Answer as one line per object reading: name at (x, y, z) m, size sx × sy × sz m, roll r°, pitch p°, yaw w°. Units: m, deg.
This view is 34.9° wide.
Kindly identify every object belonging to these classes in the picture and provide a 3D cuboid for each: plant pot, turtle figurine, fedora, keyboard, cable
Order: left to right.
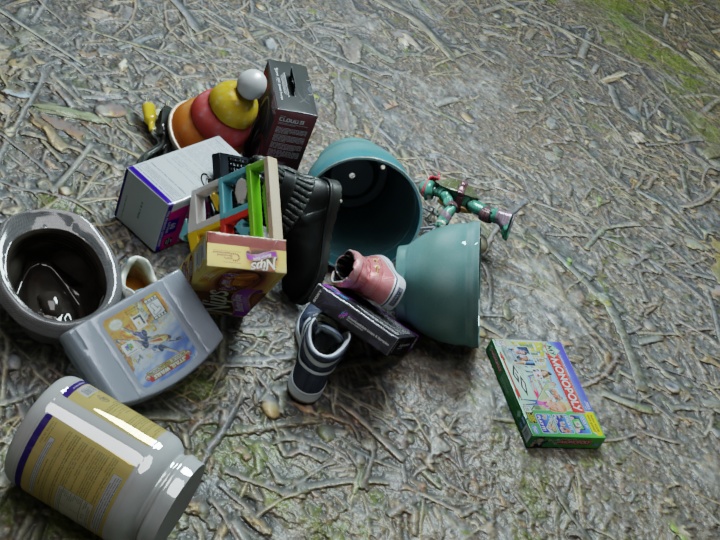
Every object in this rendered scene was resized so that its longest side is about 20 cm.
fedora at (-0.424, 0.022, 1.573) m, size 0.176 × 0.090 × 0.200 m, roll -13°, pitch 63°, yaw -35°
cable at (-0.337, -0.216, 1.955) m, size 0.097 × 0.050 × 0.201 m, roll 25°, pitch 47°, yaw -27°
keyboard at (-0.192, -0.084, 1.764) m, size 0.104 × 0.040 × 0.201 m, roll 3°, pitch 77°, yaw -46°
plant pot at (-0.006, -0.128, 1.904) m, size 0.199 × 0.201 × 0.188 m, roll 15°, pitch 24°, yaw -12°
plant pot at (0.123, 0.021, 1.809) m, size 0.134 × 0.201 × 0.201 m, roll 0°, pitch 39°, yaw 7°
turtle figurine at (0.167, -0.108, 1.991) m, size 0.199 × 0.101 × 0.150 m, roll 18°, pitch 20°, yaw 11°

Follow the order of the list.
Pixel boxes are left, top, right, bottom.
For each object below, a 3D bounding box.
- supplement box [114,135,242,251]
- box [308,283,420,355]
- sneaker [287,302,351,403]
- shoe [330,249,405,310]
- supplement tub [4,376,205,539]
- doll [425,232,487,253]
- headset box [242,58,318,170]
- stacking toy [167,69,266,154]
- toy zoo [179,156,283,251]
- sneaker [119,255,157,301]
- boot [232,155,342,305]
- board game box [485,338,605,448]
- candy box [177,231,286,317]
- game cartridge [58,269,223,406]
supplement box at (-0.275, -0.125, 1.816) m, size 0.103 × 0.101 × 0.200 m, roll 40°, pitch 41°, yaw 18°
box at (0.008, 0.073, 1.710) m, size 0.143 × 0.036 × 0.200 m, roll 34°, pitch 3°, yaw 12°
sneaker at (-0.054, 0.090, 1.679) m, size 0.070 × 0.109 × 0.200 m, roll 19°, pitch 39°, yaw -8°
shoe at (0.000, 0.000, 1.754) m, size 0.091 × 0.072 × 0.200 m, roll 29°, pitch 4°, yaw -18°
supplement tub at (-0.300, 0.232, 1.355) m, size 0.200 × 0.146 × 0.145 m, roll 30°, pitch 38°, yaw 6°
doll at (0.151, -0.029, 1.975) m, size 0.200 × 0.049 × 0.136 m, roll -13°, pitch 42°, yaw -46°
headset box at (-0.138, -0.251, 1.954) m, size 0.075 × 0.200 × 0.149 m, roll 8°, pitch 42°, yaw -20°
stacking toy at (-0.217, -0.266, 1.911) m, size 0.146 × 0.200 × 0.147 m, roll 22°, pitch 51°, yaw -31°
toy zoo at (-0.194, -0.075, 1.675) m, size 0.020 × 0.200 × 0.132 m, roll 13°, pitch 64°, yaw -47°
sneaker at (-0.307, 0.072, 1.587) m, size 0.076 × 0.081 × 0.200 m, roll -1°, pitch 51°, yaw -30°
boot at (-0.126, -0.060, 1.740) m, size 0.157 × 0.212 × 0.079 m, roll 10°, pitch 2°, yaw -34°
board game box at (0.291, 0.193, 1.811) m, size 0.134 × 0.029 × 0.200 m, roll 4°, pitch 43°, yaw -23°
candy box at (-0.191, 0.008, 1.628) m, size 0.116 × 0.200 × 0.057 m, roll 6°, pitch 67°, yaw -22°
game cartridge at (-0.284, 0.097, 1.527) m, size 0.200 × 0.042 × 0.133 m, roll -33°, pitch 85°, yaw -36°
